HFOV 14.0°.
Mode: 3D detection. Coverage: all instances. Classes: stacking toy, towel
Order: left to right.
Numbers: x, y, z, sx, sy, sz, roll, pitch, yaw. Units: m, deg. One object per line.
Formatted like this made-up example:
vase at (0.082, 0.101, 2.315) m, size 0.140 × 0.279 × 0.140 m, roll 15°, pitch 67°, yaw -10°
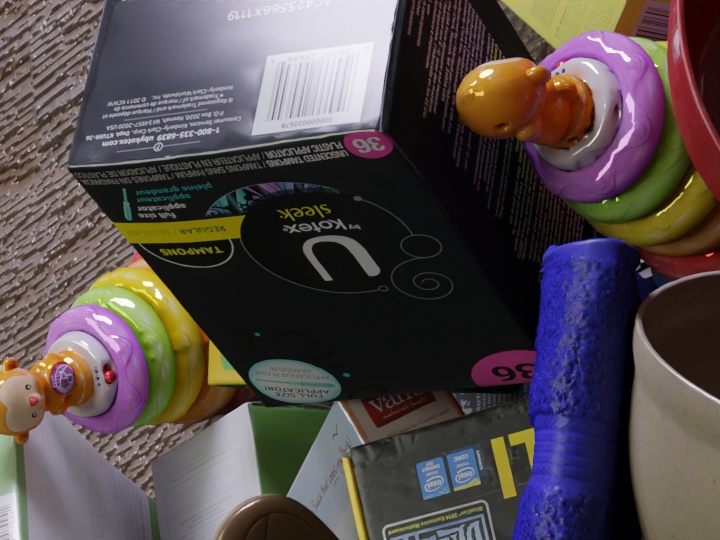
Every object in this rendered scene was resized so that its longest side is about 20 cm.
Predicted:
stacking toy at (-0.128, 0.045, 1.552) m, size 0.109 × 0.200 × 0.117 m, roll 2°, pitch 105°, yaw 38°
towel at (0.080, 0.093, 1.149) m, size 0.049 × 0.148 × 0.201 m, roll 6°, pitch 81°, yaw 14°
stacking toy at (0.109, -0.057, 1.217) m, size 0.116 × 0.199 × 0.110 m, roll -29°, pitch 62°, yaw 37°

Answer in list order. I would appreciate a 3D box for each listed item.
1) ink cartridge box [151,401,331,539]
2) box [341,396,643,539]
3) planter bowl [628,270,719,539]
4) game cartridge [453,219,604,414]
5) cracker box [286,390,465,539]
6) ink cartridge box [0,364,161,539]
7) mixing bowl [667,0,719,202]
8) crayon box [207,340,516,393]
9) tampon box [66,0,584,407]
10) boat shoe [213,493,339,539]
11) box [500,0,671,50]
ink cartridge box at (-0.052, 0.181, 1.561) m, size 0.104 × 0.059 × 0.201 m, roll -32°, pitch 60°, yaw 49°
box at (0.106, 0.128, 1.238) m, size 0.199 × 0.049 × 0.160 m, roll -16°, pitch 72°, yaw 13°
planter bowl at (0.190, 0.097, 1.109) m, size 0.200 × 0.199 × 0.135 m, roll 37°, pitch 123°, yaw 52°
game cartridge at (0.074, 0.009, 1.425) m, size 0.133 × 0.041 × 0.201 m, roll -8°, pitch 78°, yaw 52°
cracker box at (0.044, 0.159, 1.347) m, size 0.200 × 0.058 × 0.134 m, roll 57°, pitch 152°, yaw 18°
ink cartridge box at (-0.152, 0.160, 1.577) m, size 0.048 × 0.200 × 0.146 m, roll -21°, pitch 50°, yaw 15°
mixing bowl at (0.197, -0.076, 1.141) m, size 0.108 × 0.199 × 0.201 m, roll 138°, pitch 130°, yaw -68°
crayon box at (0.000, 0.000, 1.453) m, size 0.200 × 0.058 × 0.119 m, roll -3°, pitch 83°, yaw 56°
tampon box at (-0.008, -0.047, 1.254) m, size 0.149 × 0.200 × 0.127 m, roll -6°, pitch 55°, yaw 25°
boat shoe at (-0.015, 0.185, 1.331) m, size 0.201 × 0.072 × 0.072 m, roll 60°, pitch 171°, yaw -19°
box at (0.094, -0.151, 1.385) m, size 0.200 × 0.075 × 0.050 m, roll 50°, pitch 125°, yaw 48°
